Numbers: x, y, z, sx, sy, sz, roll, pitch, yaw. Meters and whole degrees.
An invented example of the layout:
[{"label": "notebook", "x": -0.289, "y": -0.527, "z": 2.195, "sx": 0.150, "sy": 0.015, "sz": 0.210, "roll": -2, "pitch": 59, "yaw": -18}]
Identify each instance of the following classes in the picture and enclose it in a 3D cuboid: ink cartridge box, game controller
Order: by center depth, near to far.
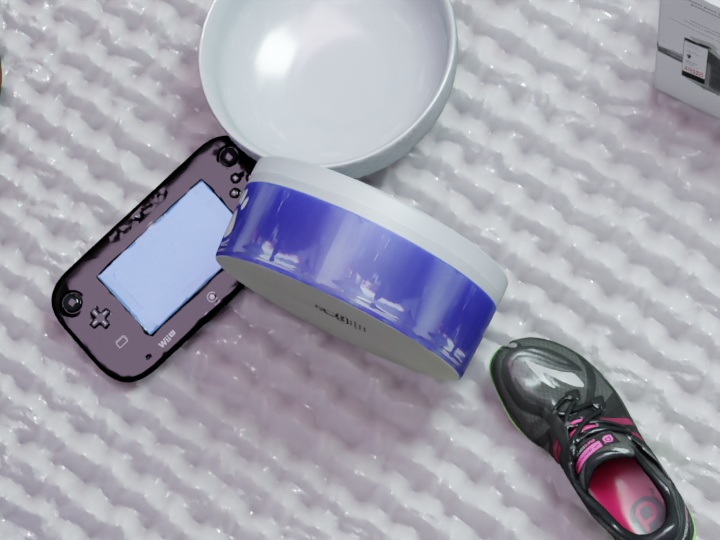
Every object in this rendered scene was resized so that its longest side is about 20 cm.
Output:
[{"label": "ink cartridge box", "x": 0.279, "y": -0.210, "z": 1.373, "sx": 0.082, "sy": 0.200, "sz": 0.148, "roll": 27, "pitch": 80, "yaw": 14}, {"label": "game controller", "x": -0.140, "y": -0.009, "z": 1.471, "sx": 0.200, "sy": 0.042, "sz": 0.104, "roll": -43, "pitch": 71, "yaw": -4}]

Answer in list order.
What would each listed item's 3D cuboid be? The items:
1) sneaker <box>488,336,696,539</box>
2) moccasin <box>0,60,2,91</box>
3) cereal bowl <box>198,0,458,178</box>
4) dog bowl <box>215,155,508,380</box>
[{"label": "sneaker", "x": 0.167, "y": 0.120, "z": 1.352, "sx": 0.077, "sy": 0.084, "sz": 0.200, "roll": -40, "pitch": 71, "yaw": -4}, {"label": "moccasin", "x": -0.332, "y": -0.133, "z": 1.525, "sx": 0.073, "sy": 0.078, "sz": 0.203, "roll": 2, "pitch": 73, "yaw": 11}, {"label": "cereal bowl", "x": -0.019, "y": -0.157, "z": 1.473, "sx": 0.198, "sy": 0.083, "sz": 0.202, "roll": -3, "pitch": 72, "yaw": 10}, {"label": "dog bowl", "x": 0.000, "y": 0.000, "z": 1.359, "sx": 0.199, "sy": 0.200, "sz": 0.079, "roll": 24, "pitch": 80, "yaw": 16}]
